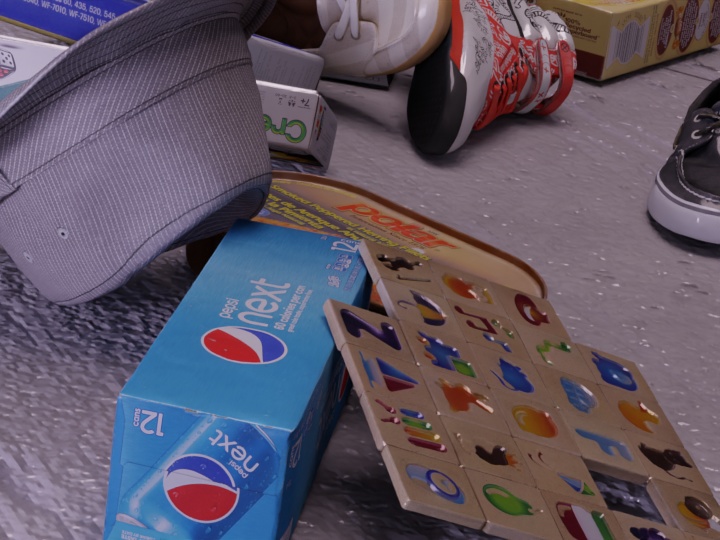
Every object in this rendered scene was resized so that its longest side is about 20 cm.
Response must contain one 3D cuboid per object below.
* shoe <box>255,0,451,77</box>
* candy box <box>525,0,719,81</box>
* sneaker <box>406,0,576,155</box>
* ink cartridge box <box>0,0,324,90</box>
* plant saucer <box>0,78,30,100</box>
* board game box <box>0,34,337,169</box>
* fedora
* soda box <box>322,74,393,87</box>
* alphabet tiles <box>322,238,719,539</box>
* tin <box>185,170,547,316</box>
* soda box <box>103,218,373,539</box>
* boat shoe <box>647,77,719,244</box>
[{"bbox_3d":[-0.026,-0.156,1.280,0.053,0.070,0.200,-7,5,-44],"label":"shoe"},{"bbox_3d":[0.185,-0.196,1.521,0.115,0.055,0.200,22,24,30],"label":"candy box"},{"bbox_3d":[0.089,-0.126,1.290,0.108,0.067,0.202,21,31,-13],"label":"sneaker"},{"bbox_3d":[-0.150,-0.150,1.217,0.197,0.047,0.200,20,7,24],"label":"ink cartridge box"},{"bbox_3d":[-0.203,-0.081,1.023,0.199,0.019,0.070,-8,8,29],"label":"plant saucer"},{"bbox_3d":[-0.116,-0.093,1.116,0.199,0.035,0.126,10,-1,4],"label":"board game box"},{"bbox_3d":[-0.101,-0.047,0.910,0.200,0.090,0.177,-31,-2,41],"label":"fedora"},{"bbox_3d":[0.003,-0.190,1.423,0.070,0.064,0.200,9,21,4],"label":"soda box"},{"bbox_3d":[0.064,0.053,0.812,0.167,0.008,0.200,18,25,-24],"label":"alphabet tiles"},{"bbox_3d":[0.000,0.000,0.983,0.200,0.042,0.112,26,31,37],"label":"tin"},{"bbox_3d":[-0.044,0.044,0.816,0.068,0.064,0.200,11,21,5],"label":"soda box"},{"bbox_3d":[0.219,-0.073,1.208,0.070,0.066,0.200,14,22,13],"label":"boat shoe"}]
